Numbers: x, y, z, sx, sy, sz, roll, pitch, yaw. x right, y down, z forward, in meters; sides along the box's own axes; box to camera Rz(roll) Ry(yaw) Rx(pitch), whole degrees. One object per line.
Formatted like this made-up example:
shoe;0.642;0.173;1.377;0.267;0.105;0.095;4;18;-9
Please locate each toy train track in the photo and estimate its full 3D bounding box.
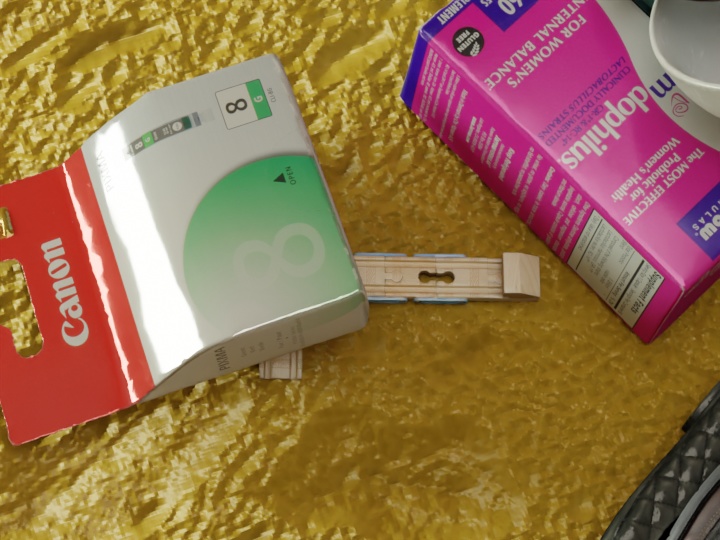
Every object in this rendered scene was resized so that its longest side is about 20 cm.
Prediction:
toy train track;0.000;0.000;1.285;0.198;0.033;0.116;1;72;-4

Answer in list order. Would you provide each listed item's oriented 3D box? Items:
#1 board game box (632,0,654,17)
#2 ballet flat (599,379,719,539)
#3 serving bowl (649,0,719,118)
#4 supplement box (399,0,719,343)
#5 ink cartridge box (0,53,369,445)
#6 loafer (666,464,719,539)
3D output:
board game box;0.206;-0.195;1.354;0.200;0.047;0.151;44;75;10
ballet flat;0.166;0.131;1.236;0.057;0.067;0.200;36;73;10
serving bowl;0.250;-0.135;1.201;0.200;0.200;0.066;-43;121;-15
supplement box;0.128;-0.074;1.282;0.101;0.103;0.200;-42;81;-16
ink cartridge box;-0.112;-0.014;1.252;0.199;0.050;0.162;-17;61;-6
loafer;0.237;0.112;1.222;0.200;0.072;0.063;-37;38;-24
